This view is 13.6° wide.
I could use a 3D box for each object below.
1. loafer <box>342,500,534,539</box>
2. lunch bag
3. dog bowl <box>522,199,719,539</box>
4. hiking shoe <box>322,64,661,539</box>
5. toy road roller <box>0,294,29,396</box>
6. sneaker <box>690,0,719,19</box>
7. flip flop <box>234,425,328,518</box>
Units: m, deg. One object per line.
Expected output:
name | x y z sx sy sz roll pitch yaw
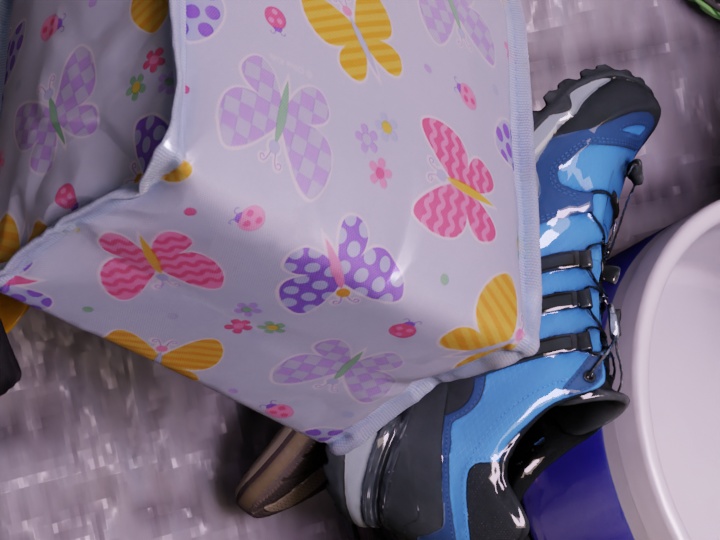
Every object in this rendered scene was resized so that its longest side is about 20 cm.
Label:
loafer | 0.080 0.137 1.183 0.200 0.063 0.072 43 71 -21
lunch bag | -0.034 -0.064 1.005 0.169 0.127 0.201 26 50 -36
dog bowl | 0.159 0.075 1.188 0.199 0.079 0.201 16 62 -32
hiking shoe | 0.070 0.021 1.114 0.086 0.074 0.201 26 79 20
toy road roller | -0.201 0.003 1.016 0.199 0.146 0.123 -20 99 9
sneaker | 0.144 -0.174 1.216 0.077 0.084 0.200 -46 109 -21
flip flop | 0.000 0.000 1.130 0.081 0.057 0.201 -6 120 -66
